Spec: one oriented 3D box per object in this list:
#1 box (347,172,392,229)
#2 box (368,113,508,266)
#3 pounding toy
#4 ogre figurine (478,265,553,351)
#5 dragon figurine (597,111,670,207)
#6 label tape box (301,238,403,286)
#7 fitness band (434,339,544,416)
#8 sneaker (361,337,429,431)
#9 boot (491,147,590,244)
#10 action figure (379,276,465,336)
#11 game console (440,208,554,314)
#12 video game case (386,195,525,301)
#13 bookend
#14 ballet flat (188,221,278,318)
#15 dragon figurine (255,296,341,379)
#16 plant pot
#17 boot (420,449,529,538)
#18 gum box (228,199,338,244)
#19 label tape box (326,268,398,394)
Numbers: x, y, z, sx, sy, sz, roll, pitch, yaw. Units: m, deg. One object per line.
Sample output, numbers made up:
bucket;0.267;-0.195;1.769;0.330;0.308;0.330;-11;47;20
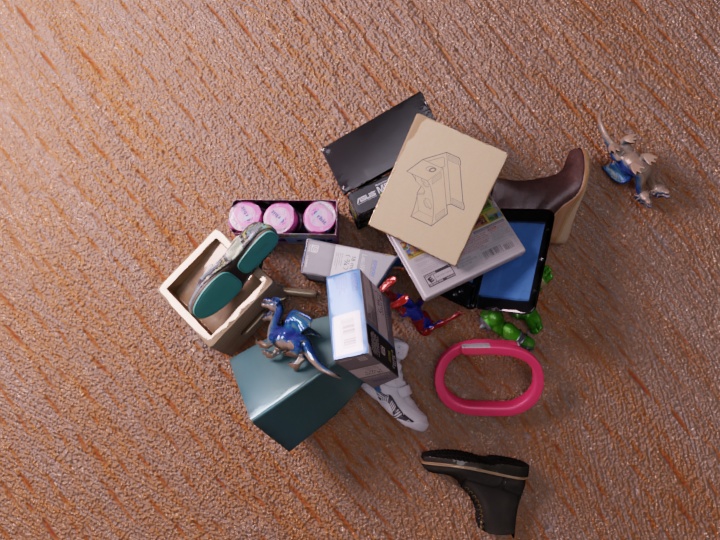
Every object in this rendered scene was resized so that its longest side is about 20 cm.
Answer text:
box;0.074;-0.148;1.079;0.199;0.160;0.045;-26;86;-1
box;0.124;-0.132;0.959;0.162;0.021;0.201;25;92;5
pounding toy;-0.222;0.040;1.089;0.184;0.142;0.200;41;83;18
ogre figurine;0.283;0.048;1.096;0.119;0.098;0.202;7;107;-15
dragon figurine;0.509;-0.207;1.126;0.059;0.099;0.200;-38;66;0
label tape box;0.000;0.000;1.065;0.198;0.144;0.064;10;84;1
fitness band;0.236;0.199;1.083;0.198;0.037;0.145;1;109;5
sneaker;0.070;0.198;1.087;0.200;0.075;0.115;41;89;7
boot;0.338;-0.158;1.123;0.165;0.072;0.202;16;88;0
action figure;0.116;0.059;1.045;0.099;0.200;0.065;-34;58;5
game console;0.221;-0.041;1.023;0.171;0.118;0.202;25;71;-21
video game case;0.152;-0.067;1.002;0.199;0.023;0.183;-24;71;-13
bookend;0.053;-0.215;1.085;0.199;0.199;0.093;-28;85;8
ballet flat;-0.222;-0.004;1.001;0.074;0.074;0.200;44;82;4
dragon figurine;-0.103;0.105;0.967;0.199;0.059;0.100;15;56;30
plant pot;-0.095;0.182;1.026;0.199;0.142;0.142;-33;48;0
boot;0.203;0.410;1.071;0.198;0.077;0.140;9;89;2
gum box;-0.140;-0.090;1.097;0.198;0.114;0.067;1;84;0
label tape box;0.017;0.105;0.970;0.063;0.200;0.145;-16;60;17
